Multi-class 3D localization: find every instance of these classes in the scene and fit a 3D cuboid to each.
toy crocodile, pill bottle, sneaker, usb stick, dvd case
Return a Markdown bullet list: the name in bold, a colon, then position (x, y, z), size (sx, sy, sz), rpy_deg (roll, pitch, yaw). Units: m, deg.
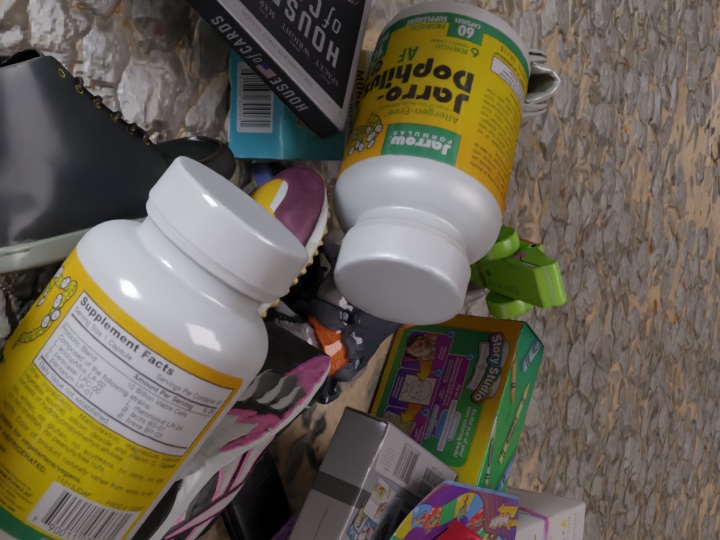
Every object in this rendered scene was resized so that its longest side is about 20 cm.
- **toy crocodile**: position (0.107, -0.007, 0.942), size (0.062, 0.200, 0.068), rpy_deg (-27, 108, -22)
- **pill bottle**: position (0.045, -0.071, 0.759), size (0.113, 0.112, 0.201), rpy_deg (52, 45, -48)
- **sneaker**: position (0.131, -0.158, 1.012), size (0.200, 0.115, 0.074), rpy_deg (-14, 105, -58)
- **usb stick**: position (-0.092, 0.109, 0.775), size (0.055, 0.032, 0.201), rpy_deg (-41, 129, -37)
- **sneaker**: position (-0.142, -0.074, 0.625), size (0.200, 0.074, 0.107), rpy_deg (-28, 118, -52)
- **dvd case**: position (-0.045, -0.209, 0.745), size (0.150, 0.025, 0.201), rpy_deg (42, 46, -41)
- **sneaker**: position (-0.102, 0.116, 0.713), size (0.200, 0.080, 0.087), rpy_deg (-39, 153, -20)
- **pill bottle**: position (-0.118, 0.047, 0.574), size (0.200, 0.113, 0.113), rpy_deg (-52, 147, 8)
- **sneaker**: position (-0.100, -0.004, 0.674), size (0.200, 0.075, 0.090), rpy_deg (-52, 120, -20)

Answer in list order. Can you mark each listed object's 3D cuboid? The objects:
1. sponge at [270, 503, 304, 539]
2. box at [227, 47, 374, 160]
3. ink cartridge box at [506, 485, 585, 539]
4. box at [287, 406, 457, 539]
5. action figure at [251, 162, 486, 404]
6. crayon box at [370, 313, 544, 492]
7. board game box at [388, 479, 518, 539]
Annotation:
- **sponge**: position (-0.025, 0.257, 0.879), size (0.112, 0.030, 0.201), rpy_deg (-42, 140, -46)
- **box**: position (-0.018, -0.123, 0.840), size (0.200, 0.049, 0.083), rpy_deg (-10, 103, -57)
- **ink cartridge box**: position (0.108, 0.277, 1.034), size (0.200, 0.125, 0.130), rpy_deg (2, 93, -59)
- **box**: position (-0.006, 0.216, 0.817), size (0.156, 0.041, 0.201), rpy_deg (44, 66, -58)
- **action figure**: position (0.000, 0.000, 0.827), size (0.193, 0.104, 0.201), rpy_deg (-39, 123, -29)
- **crayon box**: position (0.070, 0.136, 0.956), size (0.058, 0.118, 0.201), rpy_deg (47, 57, -50)
- **board game box**: position (0.072, 0.242, 0.845), size (0.200, 0.039, 0.159), rpy_deg (26, 90, -53)
